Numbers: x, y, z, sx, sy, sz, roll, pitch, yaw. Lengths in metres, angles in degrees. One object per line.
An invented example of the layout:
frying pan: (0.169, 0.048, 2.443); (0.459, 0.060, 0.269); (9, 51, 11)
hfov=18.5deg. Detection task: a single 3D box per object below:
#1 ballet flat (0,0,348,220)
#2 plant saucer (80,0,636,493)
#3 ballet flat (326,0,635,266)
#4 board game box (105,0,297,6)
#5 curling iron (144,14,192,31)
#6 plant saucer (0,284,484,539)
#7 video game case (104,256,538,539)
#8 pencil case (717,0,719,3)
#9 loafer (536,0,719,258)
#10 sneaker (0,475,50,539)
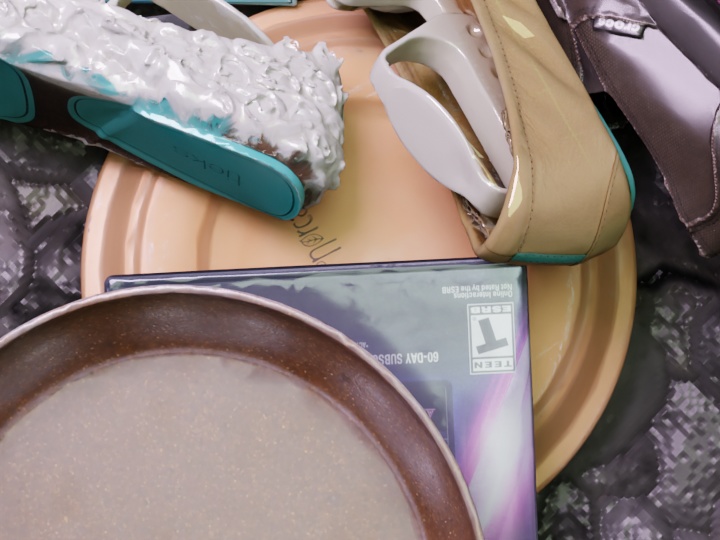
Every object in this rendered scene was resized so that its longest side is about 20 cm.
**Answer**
ballet flat: (-0.095, -0.077, 0.747); (0.198, 0.072, 0.072); (21, 80, -3)
plant saucer: (0.000, 0.000, 0.781); (0.198, 0.032, 0.202); (0, 80, -3)
ballet flat: (0.024, -0.089, 0.742); (0.063, 0.069, 0.201); (-14, 62, -32)
board game box: (-0.118, -0.158, 0.739); (0.198, 0.152, 0.047); (0, 52, -4)
curling iron: (-0.155, -0.058, 0.785); (0.198, 0.026, 0.050); (-17, 86, -5)
plant saucer: (-0.057, 0.106, 0.691); (0.198, 0.034, 0.202); (0, 86, 3)
video game case: (-0.010, 0.099, 0.746); (0.141, 0.019, 0.202); (-3, 93, 0)
pencil case: (0.211, -0.143, 0.789); (0.198, 0.083, 0.087); (-22, 84, -5)
loafer: (0.082, -0.084, 0.763); (0.071, 0.073, 0.200); (-46, 62, 16)
sneaker: (-0.179, 0.063, 0.736); (0.093, 0.070, 0.200); (-38, 94, -9)
